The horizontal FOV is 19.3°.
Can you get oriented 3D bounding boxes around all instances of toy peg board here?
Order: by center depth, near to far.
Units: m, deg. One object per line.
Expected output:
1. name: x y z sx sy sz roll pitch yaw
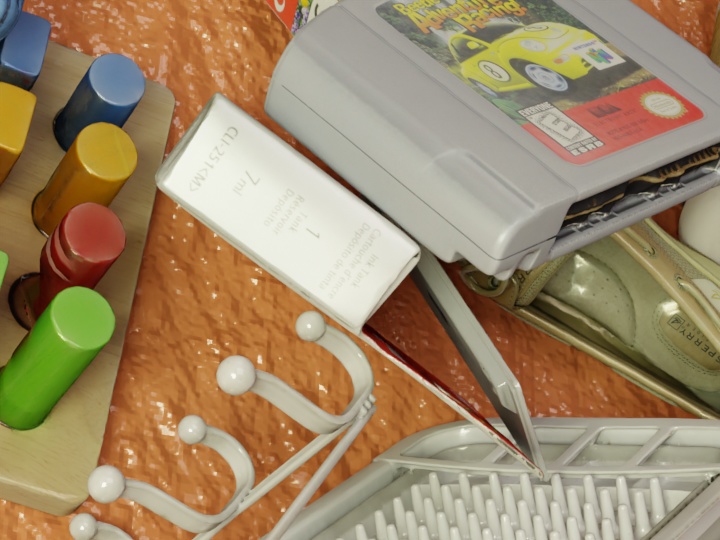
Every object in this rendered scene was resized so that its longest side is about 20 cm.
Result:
1. toy peg board: -0.167 -0.039 0.814 0.199 0.098 0.201 21 58 -18

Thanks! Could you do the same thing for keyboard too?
1. keyboard: 0.030 0.006 0.868 0.011 0.056 0.200 -29 41 -2

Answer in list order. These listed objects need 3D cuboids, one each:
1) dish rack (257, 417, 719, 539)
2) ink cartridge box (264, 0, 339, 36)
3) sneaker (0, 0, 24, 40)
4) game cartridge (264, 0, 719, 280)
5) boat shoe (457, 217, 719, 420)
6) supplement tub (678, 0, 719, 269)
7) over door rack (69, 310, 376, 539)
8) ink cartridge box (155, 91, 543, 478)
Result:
1. dish rack: 0.054 0.108 0.810 0.200 0.170 0.044 -26 111 -54
2. ink cartridge box: 0.021 -0.128 0.947 0.108 0.051 0.200 -13 50 -32
3. sneaker: -0.198 -0.157 0.758 0.200 0.078 0.066 44 91 -13
4. game cartridge: 0.062 -0.067 0.811 0.133 0.041 0.199 36 35 25
5. boat shoe: 0.102 0.004 0.944 0.200 0.073 0.063 35 27 -15
6. supplement tub: 0.236 -0.078 1.018 0.144 0.144 0.201 25 57 -14
7. over door rack: -0.073 0.105 0.715 0.067 0.148 0.200 42 27 -13
8. ink cartridge box: 0.000 0.000 0.828 0.173 0.200 0.044 36 90 -6
